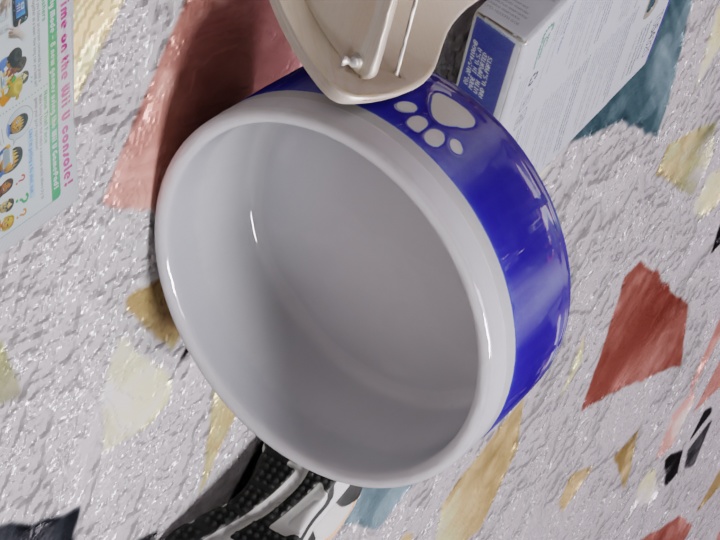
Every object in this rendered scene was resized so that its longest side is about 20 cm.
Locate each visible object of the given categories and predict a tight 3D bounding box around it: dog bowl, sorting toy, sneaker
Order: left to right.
[{"bbox_3d":[-0.056,0.162,1.339,0.200,0.073,0.080,-45,153,-29],"label":"sneaker"},{"bbox_3d":[0.000,0.000,1.125,0.079,0.199,0.201,-36,146,-44],"label":"dog bowl"},{"bbox_3d":[0.048,-0.196,1.078,0.179,0.107,0.201,-11,127,-42],"label":"sorting toy"}]

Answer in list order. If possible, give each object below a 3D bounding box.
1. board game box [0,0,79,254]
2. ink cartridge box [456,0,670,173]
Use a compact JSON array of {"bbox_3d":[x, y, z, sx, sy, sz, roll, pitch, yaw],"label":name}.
[{"bbox_3d":[-0.195,-0.048,0.876,0.200,0.064,0.148,-37,147,-37],"label":"board game box"},{"bbox_3d":[0.120,-0.135,1.353,0.200,0.043,0.197,-46,163,-31],"label":"ink cartridge box"}]
